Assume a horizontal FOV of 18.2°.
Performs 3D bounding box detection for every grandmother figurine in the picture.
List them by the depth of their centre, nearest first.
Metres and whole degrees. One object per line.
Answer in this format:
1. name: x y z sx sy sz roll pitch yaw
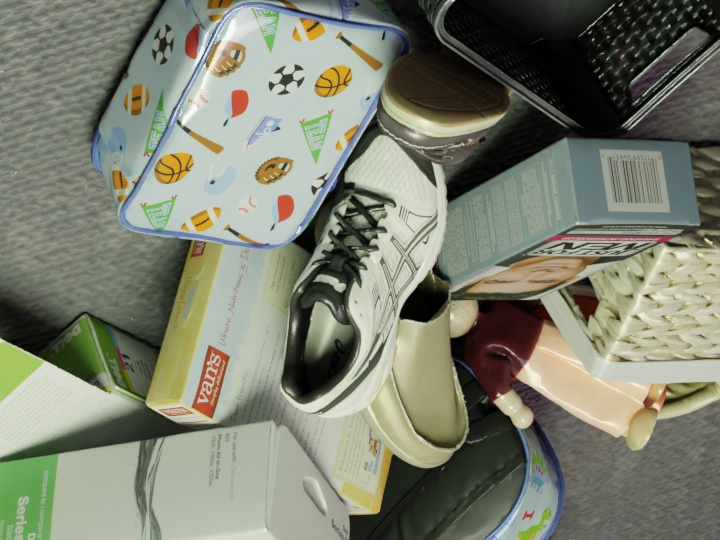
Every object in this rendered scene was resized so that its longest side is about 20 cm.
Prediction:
1. grandmother figurine: 0.122 0.053 1.611 0.199 0.122 0.061 24 136 -5

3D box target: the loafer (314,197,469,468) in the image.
1. loafer: 0.030 0.042 1.517 0.076 0.068 0.201 -39 113 -44

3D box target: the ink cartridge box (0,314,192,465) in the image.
1. ink cartridge box: -0.225 0.097 1.514 0.148 0.076 0.200 -40 138 18

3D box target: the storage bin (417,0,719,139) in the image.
1. storage bin: 0.127 -0.183 1.379 0.135 0.094 0.200 -42 140 19

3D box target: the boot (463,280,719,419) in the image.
1. boot: 0.179 0.066 1.677 0.199 0.108 0.075 -5 139 -22

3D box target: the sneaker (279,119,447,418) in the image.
1. sneaker: 0.000 0.000 1.435 0.088 0.075 0.201 -1 104 -69

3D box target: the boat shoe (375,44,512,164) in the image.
1. boat shoe: 0.050 -0.097 1.377 0.065 0.072 0.200 -62 175 21

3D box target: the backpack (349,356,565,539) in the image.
1. backpack: 0.050 0.172 1.670 0.200 0.183 0.147 -43 146 9

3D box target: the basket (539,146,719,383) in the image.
1. basket: 0.240 -0.009 1.607 0.199 0.136 0.124 1 130 -30

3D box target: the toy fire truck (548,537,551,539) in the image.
1. toy fire truck: 0.052 0.277 1.848 0.175 0.129 0.200 -2 149 -25

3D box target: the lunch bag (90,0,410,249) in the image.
1. lunch bag: -0.066 -0.101 1.381 0.160 0.076 0.200 5 132 -37

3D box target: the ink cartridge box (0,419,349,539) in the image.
1. ink cartridge box: -0.123 0.178 1.479 0.199 0.084 0.146 -10 145 18

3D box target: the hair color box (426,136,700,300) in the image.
1. hair color box: 0.127 -0.031 1.502 0.098 0.061 0.200 0 166 -28

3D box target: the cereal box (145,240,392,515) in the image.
1. cereal box: -0.047 0.063 1.510 0.039 0.145 0.200 -8 149 43
